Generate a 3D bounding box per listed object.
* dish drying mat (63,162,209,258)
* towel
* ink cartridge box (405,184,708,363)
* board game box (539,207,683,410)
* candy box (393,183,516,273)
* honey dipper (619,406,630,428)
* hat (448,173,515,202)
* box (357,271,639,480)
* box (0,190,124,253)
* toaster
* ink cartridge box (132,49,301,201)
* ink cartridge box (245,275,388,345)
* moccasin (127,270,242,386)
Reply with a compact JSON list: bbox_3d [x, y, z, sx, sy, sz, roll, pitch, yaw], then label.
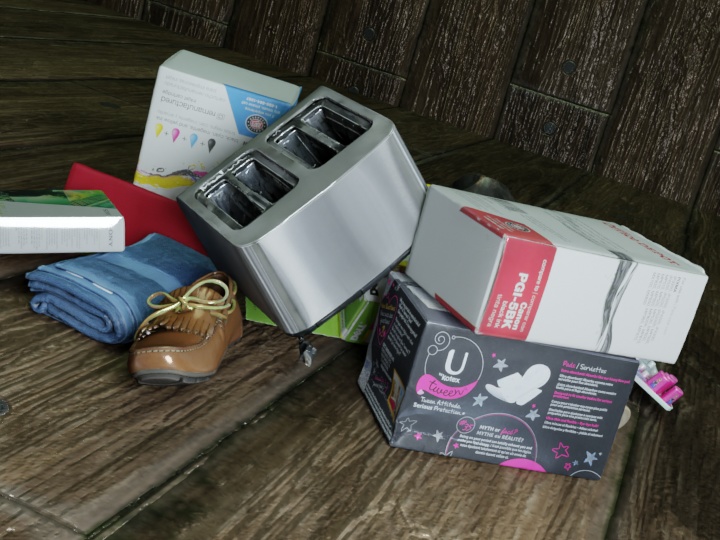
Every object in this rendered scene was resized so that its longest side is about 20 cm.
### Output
[{"bbox_3d":[-0.222,-0.042,1.136,0.198,0.078,0.018,21,0,17],"label":"dish drying mat"},{"bbox_3d":[-0.199,0.014,1.008,0.110,0.049,0.200,23,16,18],"label":"towel"},{"bbox_3d":[0.158,0.003,0.920,0.197,0.084,0.147,10,15,-24],"label":"ink cartridge box"},{"bbox_3d":[0.261,0.035,1.213,0.200,0.026,0.201,42,19,-15],"label":"board game box"},{"bbox_3d":[0.044,-0.040,1.070,0.198,0.027,0.103,14,55,23],"label":"candy box"},{"bbox_3d":[0.219,0.076,1.130,0.037,0.038,0.201,10,38,-24],"label":"honey dipper"},{"bbox_3d":[0.137,-0.064,1.296,0.199,0.082,0.201,26,-9,4],"label":"hat"},{"bbox_3d":[0.115,0.086,0.962,0.197,0.116,0.132,12,16,-17],"label":"box"},{"bbox_3d":[-0.325,-0.047,1.020,0.197,0.037,0.144,0,14,-22],"label":"box"},{"bbox_3d":[-0.045,-0.050,0.980,0.200,0.180,0.119,37,-18,52],"label":"toaster"},{"bbox_3d":[-0.162,-0.115,1.213,0.145,0.203,0.145,15,17,-5],"label":"ink cartridge box"},{"bbox_3d":[-0.012,-0.009,1.116,0.197,0.076,0.149,11,51,-21],"label":"ink cartridge box"},{"bbox_3d":[-0.136,0.042,0.895,0.073,0.079,0.201,1,12,13],"label":"moccasin"}]
